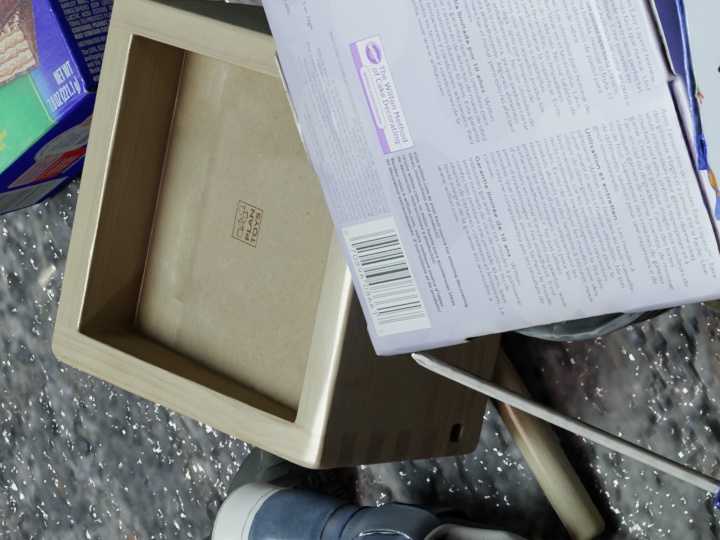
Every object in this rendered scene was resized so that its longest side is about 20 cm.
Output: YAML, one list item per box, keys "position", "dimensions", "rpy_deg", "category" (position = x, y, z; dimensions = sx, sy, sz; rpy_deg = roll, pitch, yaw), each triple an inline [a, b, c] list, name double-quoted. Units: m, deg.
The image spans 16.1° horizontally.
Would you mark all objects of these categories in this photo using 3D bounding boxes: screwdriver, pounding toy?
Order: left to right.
- position: [0.000, 0.000, 1.037]
  dimensions: [0.200, 0.142, 0.184]
  rpy_deg: [20, 103, 39]
  category: "pounding toy"
- position: [0.108, 0.073, 0.884]
  dimensions: [0.200, 0.029, 0.028]
  rpy_deg: [20, 147, 3]
  category: "screwdriver"

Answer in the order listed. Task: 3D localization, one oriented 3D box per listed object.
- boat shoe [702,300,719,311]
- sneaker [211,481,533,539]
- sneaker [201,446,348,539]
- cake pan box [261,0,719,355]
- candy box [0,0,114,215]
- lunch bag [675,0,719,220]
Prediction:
- position: [0.174, 0.011, 0.883]
  dimensions: [0.200, 0.068, 0.075]
  rpy_deg: [49, 132, -3]
  category: "boat shoe"
- position: [0.034, 0.180, 1.071]
  dimensions: [0.146, 0.077, 0.202]
  rpy_deg: [-1, 125, 38]
  category: "sneaker"
- position: [-0.064, 0.155, 1.190]
  dimensions: [0.091, 0.076, 0.200]
  rpy_deg: [42, 128, 39]
  category: "sneaker"
- position: [0.049, -0.071, 0.851]
  dimensions: [0.184, 0.052, 0.200]
  rpy_deg: [-14, 96, 53]
  category: "cake pan box"
- position: [-0.180, -0.144, 1.200]
  dimensions: [0.169, 0.077, 0.200]
  rpy_deg: [-34, 77, 48]
  category: "candy box"
- position: [0.187, -0.104, 0.727]
  dimensions: [0.200, 0.124, 0.170]
  rpy_deg: [-6, 98, 12]
  category: "lunch bag"
